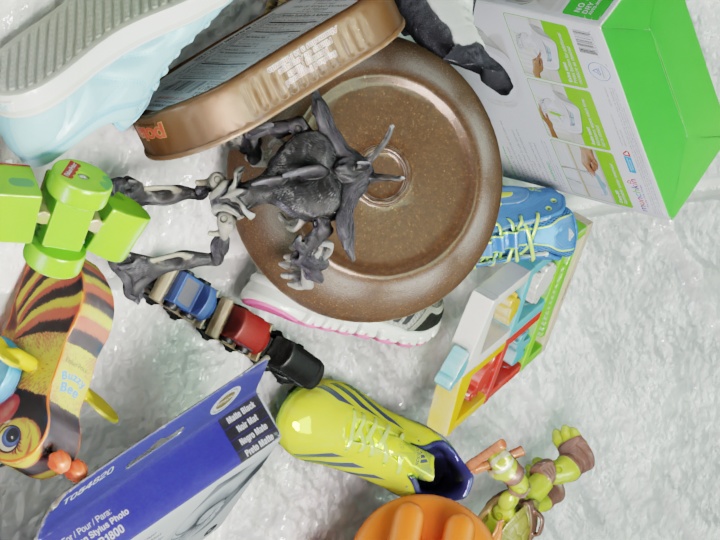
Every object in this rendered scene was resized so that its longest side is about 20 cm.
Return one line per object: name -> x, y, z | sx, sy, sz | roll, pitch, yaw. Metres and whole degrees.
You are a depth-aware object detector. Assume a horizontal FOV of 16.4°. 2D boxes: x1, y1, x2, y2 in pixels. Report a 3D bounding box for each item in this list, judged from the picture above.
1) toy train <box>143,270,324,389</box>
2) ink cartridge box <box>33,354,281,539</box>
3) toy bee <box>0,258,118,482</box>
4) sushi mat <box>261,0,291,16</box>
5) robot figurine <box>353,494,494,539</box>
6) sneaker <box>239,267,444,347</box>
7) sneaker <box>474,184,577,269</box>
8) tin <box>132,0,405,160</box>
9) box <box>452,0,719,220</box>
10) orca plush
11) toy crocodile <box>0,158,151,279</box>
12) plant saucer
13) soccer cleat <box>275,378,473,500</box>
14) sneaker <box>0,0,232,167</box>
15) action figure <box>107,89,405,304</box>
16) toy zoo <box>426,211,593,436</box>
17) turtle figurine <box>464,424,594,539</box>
toy train -> -0.086, 0.040, 1.740 | 0.200, 0.046, 0.034 | 35, 80, -50
ink cartridge box -> -0.144, 0.163, 1.655 | 0.200, 0.041, 0.200 | -34, 165, -34
toy bee -> -0.200, 0.088, 1.587 | 0.131, 0.109, 0.200 | 2, 105, -51
sushi mat -> -0.020, -0.116, 1.768 | 0.200, 0.012, 0.096 | 30, 85, -50
robot figurine -> 0.045, 0.243, 1.890 | 0.144, 0.117, 0.200 | -23, 158, -15
sneaker -> 0.000, 0.000, 1.797 | 0.200, 0.074, 0.088 | 11, 99, -49
sneaker -> 0.099, -0.036, 1.821 | 0.200, 0.105, 0.076 | -32, 121, -70
tin -> -0.061, -0.134, 1.627 | 0.200, 0.112, 0.042 | -34, 115, -26
box -> 0.150, -0.149, 1.815 | 0.097, 0.176, 0.200 | -52, 138, -25
orca plush -> 0.054, -0.184, 1.712 | 0.105, 0.200, 0.071 | -11, 141, -25
toy crocodile -> -0.219, -0.042, 1.522 | 0.200, 0.062, 0.068 | 8, 120, -28
plant saucer -> 0.009, -0.064, 1.706 | 0.200, 0.037, 0.201 | 0, 90, -18
soccer cleat -> 0.014, 0.130, 1.863 | 0.200, 0.084, 0.065 | 26, 86, -51
sneaker -> -0.150, -0.135, 1.575 | 0.200, 0.074, 0.082 | -33, 138, -23
action figure -> -0.064, -0.046, 1.621 | 0.102, 0.200, 0.119 | 25, 52, -77
toy zoo -> 0.108, 0.045, 1.917 | 0.200, 0.020, 0.131 | -36, 150, -51
turtle figurine -> 0.124, 0.186, 1.999 | 0.161, 0.064, 0.200 | -34, 151, -44
